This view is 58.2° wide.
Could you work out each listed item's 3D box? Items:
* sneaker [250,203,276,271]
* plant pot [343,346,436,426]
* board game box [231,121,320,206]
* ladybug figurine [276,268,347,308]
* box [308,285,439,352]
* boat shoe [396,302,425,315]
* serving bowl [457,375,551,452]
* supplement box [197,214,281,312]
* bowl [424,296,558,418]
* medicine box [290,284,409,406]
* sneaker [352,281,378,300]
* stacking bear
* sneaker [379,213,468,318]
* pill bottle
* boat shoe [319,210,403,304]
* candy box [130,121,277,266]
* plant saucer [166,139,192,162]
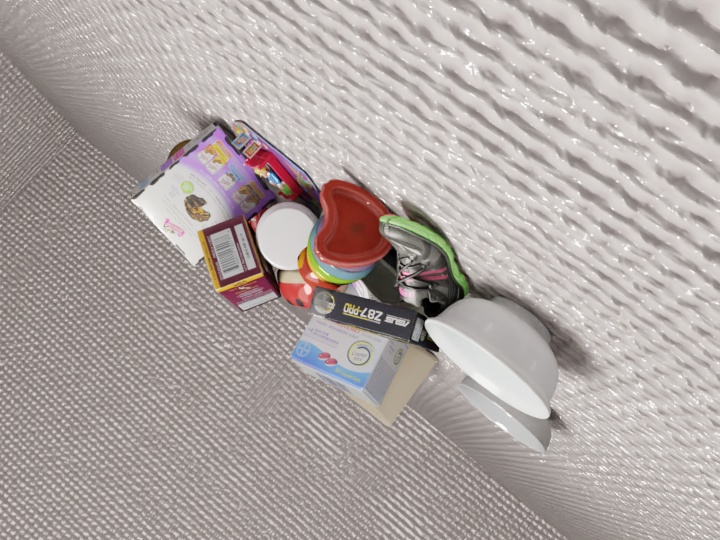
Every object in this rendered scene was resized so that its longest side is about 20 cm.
[{"bbox_3d":[-0.220,-0.068,1.348,0.077,0.202,0.116,-4,147,17],"label":"sneaker"},{"bbox_3d":[0.024,0.212,1.557,0.177,0.201,0.199,46,167,-34],"label":"plant pot"},{"bbox_3d":[-0.154,-0.165,1.105,0.199,0.039,0.158,40,169,6],"label":"board game box"},{"bbox_3d":[-0.094,0.034,1.215,0.134,0.073,0.200,11,177,-9],"label":"ladybug figurine"},{"bbox_3d":[0.031,0.076,0.986,0.160,0.050,0.200,16,175,20],"label":"box"},{"bbox_3d":[0.085,0.055,1.126,0.071,0.061,0.202,17,170,-3],"label":"boat shoe"},{"bbox_3d":[0.283,0.255,1.229,0.200,0.066,0.200,39,168,9],"label":"serving bowl"},{"bbox_3d":[-0.209,-0.007,1.150,0.200,0.085,0.111,80,170,-77],"label":"supplement box"},{"bbox_3d":[0.190,0.099,0.867,0.200,0.091,0.201,39,169,8],"label":"bowl"},{"bbox_3d":[-0.007,0.136,1.292,0.181,0.201,0.103,18,160,30],"label":"medicine box"},{"bbox_3d":[0.000,-0.001,1.188,0.114,0.073,0.201,37,160,40],"label":"sneaker"},{"bbox_3d":[-0.035,-0.027,0.948,0.112,0.123,0.200,12,157,-16],"label":"stacking bear"},{"bbox_3d":[0.081,0.001,0.863,0.076,0.084,0.200,26,162,48],"label":"sneaker"},{"bbox_3d":[-0.122,-0.062,1.123,0.114,0.114,0.200,41,-179,-7],"label":"pill bottle"},{"bbox_3d":[0.011,-0.026,1.037,0.201,0.076,0.060,52,-147,17],"label":"boat shoe"},{"bbox_3d":[-0.283,-0.138,1.173,0.168,0.199,0.072,52,178,-28],"label":"candy box"},{"bbox_3d":[-0.292,-0.168,1.276,0.035,0.202,0.200,-17,131,34],"label":"plant saucer"}]
